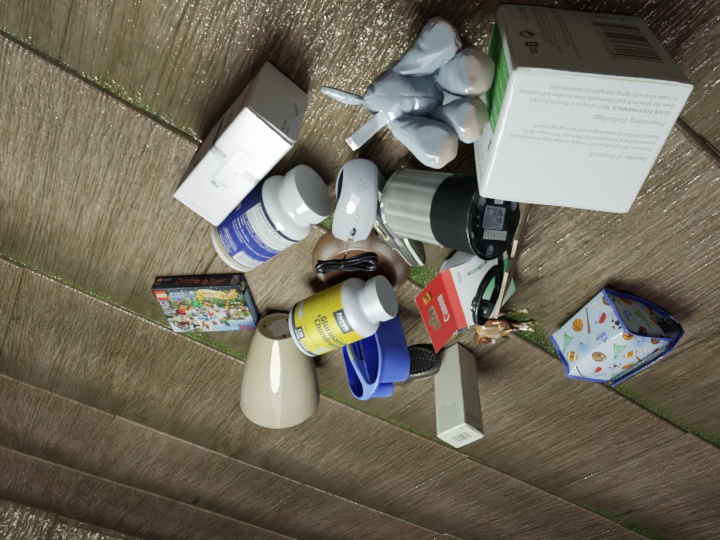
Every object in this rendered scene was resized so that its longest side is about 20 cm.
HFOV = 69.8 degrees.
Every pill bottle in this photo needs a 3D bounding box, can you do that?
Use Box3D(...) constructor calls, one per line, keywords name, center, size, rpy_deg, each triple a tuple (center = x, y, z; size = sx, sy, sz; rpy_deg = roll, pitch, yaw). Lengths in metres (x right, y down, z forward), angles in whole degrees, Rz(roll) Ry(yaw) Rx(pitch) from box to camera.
Box3D(name="pill bottle", center=(-0.032, 0.082, 0.982), size=(0.197, 0.113, 0.112), rpy_deg=(-24, 127, 27))
Box3D(name="pill bottle", center=(-0.151, -0.089, 0.878), size=(0.198, 0.117, 0.116), rpy_deg=(-27, 126, 28))

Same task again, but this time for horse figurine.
Box3D(name="horse figurine", center=(0.279, 0.112, 1.041), size=(0.130, 0.051, 0.200), rpy_deg=(-9, 163, 20))

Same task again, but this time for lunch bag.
Box3D(name="lunch bag", center=(0.519, 0.144, 1.030), size=(0.196, 0.126, 0.171), rpy_deg=(12, 136, -26))

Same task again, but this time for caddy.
Box3D(name="caddy", center=(0.018, 0.165, 1.056), size=(0.103, 0.203, 0.142), rpy_deg=(10, 135, -28))

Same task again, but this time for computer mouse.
Box3D(name="computer mouse", center=(-0.013, -0.078, 0.827), size=(0.107, 0.044, 0.203), rpy_deg=(1, 123, -11))

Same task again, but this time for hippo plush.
Box3D(name="hippo plush", center=(0.083, -0.209, 0.689), size=(0.197, 0.161, 0.162), rpy_deg=(-28, 90, 13))

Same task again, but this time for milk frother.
Box3D(name="milk frother", center=(0.137, -0.042, 0.799), size=(0.179, 0.204, 0.187), rpy_deg=(23, 178, -40))

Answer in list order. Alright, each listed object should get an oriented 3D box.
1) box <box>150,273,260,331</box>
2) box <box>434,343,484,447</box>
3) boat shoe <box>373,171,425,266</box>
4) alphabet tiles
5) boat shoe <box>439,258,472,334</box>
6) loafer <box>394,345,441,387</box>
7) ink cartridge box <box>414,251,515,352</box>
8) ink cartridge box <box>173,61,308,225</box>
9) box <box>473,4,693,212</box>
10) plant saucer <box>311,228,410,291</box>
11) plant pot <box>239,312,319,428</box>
Box3D(name="box", center=(-0.328, 0.072, 1.105), size=(0.195, 0.038, 0.138), rpy_deg=(-3, 134, 9))
Box3D(name="box", center=(0.210, 0.268, 1.122), size=(0.068, 0.203, 0.082), rpy_deg=(34, 129, -26))
Box3D(name="boat shoe", center=(0.049, -0.082, 0.896), size=(0.060, 0.072, 0.202), rpy_deg=(-22, 120, 24))
Box3D(name="alphabet tiles", center=(0.253, -0.025, 0.843), size=(0.007, 0.201, 0.169), rpy_deg=(17, 137, 18))
Box3D(name="boat shoe", center=(0.195, 0.048, 1.015), size=(0.069, 0.073, 0.202), rpy_deg=(-12, 138, -5))
Box3D(name="loafer", center=(0.101, 0.229, 1.197), size=(0.197, 0.074, 0.071), rpy_deg=(-15, 140, 28))
Box3D(name="ink cartridge box", center=(0.194, 0.040, 0.925), size=(0.050, 0.200, 0.162), rpy_deg=(24, 151, 42))
Box3D(name="ink cartridge box", center=(-0.175, -0.187, 0.764), size=(0.082, 0.148, 0.199), rpy_deg=(35, 127, -26))
Box3D(name="box", center=(0.257, -0.210, 0.659), size=(0.195, 0.201, 0.174), rpy_deg=(6, 135, 2))
Box3D(name="plant saucer", center=(0.000, 0.000, 1.003), size=(0.195, 0.037, 0.203), rpy_deg=(3, 135, 3))
Box3D(name="plant pot", center=(-0.177, 0.203, 1.137), size=(0.183, 0.189, 0.204), rpy_deg=(6, 121, 0))
